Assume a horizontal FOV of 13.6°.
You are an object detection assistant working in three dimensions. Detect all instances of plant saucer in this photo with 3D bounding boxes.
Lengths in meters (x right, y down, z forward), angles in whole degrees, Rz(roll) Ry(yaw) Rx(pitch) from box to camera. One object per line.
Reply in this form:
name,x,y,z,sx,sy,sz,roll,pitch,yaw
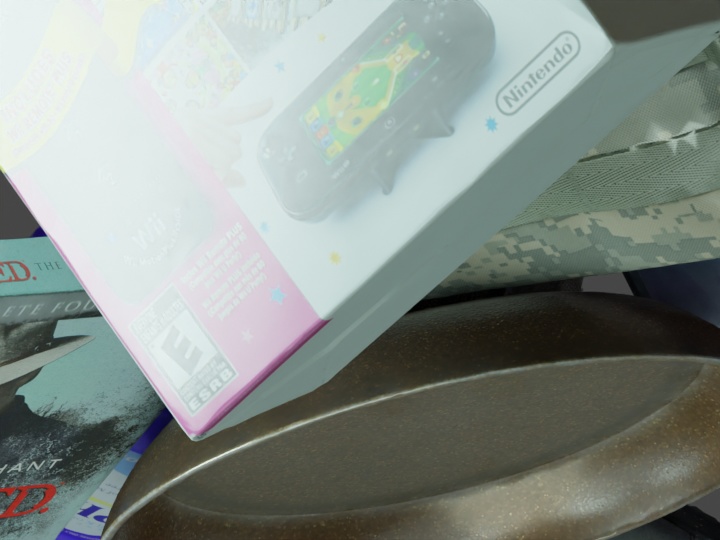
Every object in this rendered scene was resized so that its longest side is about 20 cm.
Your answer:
plant saucer,0.022,0.049,0.842,0.199,0.032,0.200,-12,161,-4

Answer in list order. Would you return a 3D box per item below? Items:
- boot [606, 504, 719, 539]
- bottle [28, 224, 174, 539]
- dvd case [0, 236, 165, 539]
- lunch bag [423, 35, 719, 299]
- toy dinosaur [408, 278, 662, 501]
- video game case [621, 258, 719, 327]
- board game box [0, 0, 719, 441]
boot,0.073,0.128,0.941,0.199,0.132,0.070,10,136,18
bottle,-0.094,0.047,0.933,0.083,0.066,0.200,30,150,-10
dvd case,-0.129,0.059,0.794,0.146,0.022,0.200,-4,143,-46
lunch bag,0.023,-0.094,0.749,0.163,0.118,0.200,-8,133,30
toy dinosaur,0.000,0.000,0.936,0.200,0.077,0.102,39,120,-14
video game case,0.162,0.018,0.911,0.142,0.019,0.201,-12,124,28
board game box,-0.036,-0.087,0.672,0.147,0.064,0.200,-42,77,31
